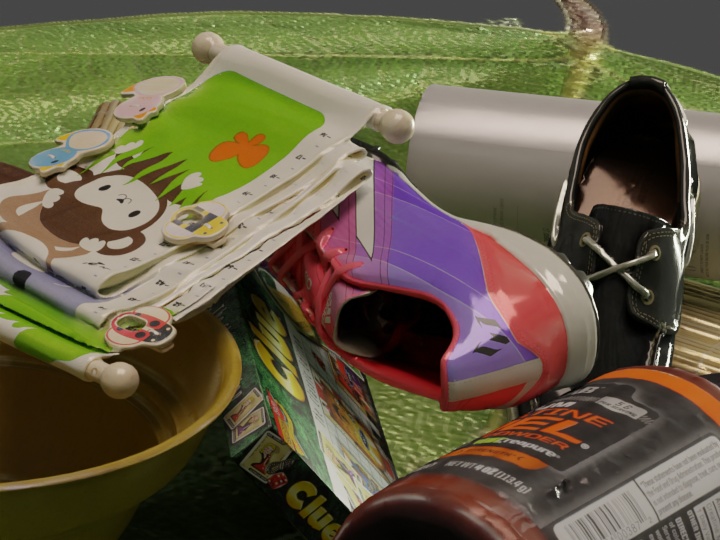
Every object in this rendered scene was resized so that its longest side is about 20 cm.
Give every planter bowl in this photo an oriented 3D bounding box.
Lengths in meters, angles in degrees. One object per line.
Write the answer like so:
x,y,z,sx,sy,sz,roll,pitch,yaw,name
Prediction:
-0.144,0.069,0.987,0.200,0.084,0.200,2,23,-1,planter bowl

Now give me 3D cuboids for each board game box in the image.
-0.023,0.053,1.063,0.105,0.023,0.200,46,11,-25,board game box

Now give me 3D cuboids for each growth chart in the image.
-0.078,-0.027,1.033,0.145,0.018,0.200,18,44,35,growth chart

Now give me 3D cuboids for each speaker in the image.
0.122,-0.040,1.296,0.199,0.081,0.081,6,23,14,speaker

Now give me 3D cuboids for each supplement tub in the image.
0.083,0.097,0.974,0.107,0.107,0.200,23,28,31,supplement tub

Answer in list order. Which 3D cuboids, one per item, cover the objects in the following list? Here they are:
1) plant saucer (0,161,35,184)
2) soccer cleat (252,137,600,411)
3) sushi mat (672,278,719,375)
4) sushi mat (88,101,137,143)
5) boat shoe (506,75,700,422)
-0.198,-0.012,1.218,0.200,0.037,0.200,7,23,-3,plant saucer
0.000,0.000,1.032,0.073,0.068,0.200,-20,33,-35,soccer cleat
0.209,0.041,1.247,0.200,0.012,0.096,16,25,18,sushi mat
-0.095,-0.013,1.210,0.096,0.012,0.200,38,22,-10,sushi mat
0.105,0.003,1.171,0.072,0.068,0.200,11,52,9,boat shoe
